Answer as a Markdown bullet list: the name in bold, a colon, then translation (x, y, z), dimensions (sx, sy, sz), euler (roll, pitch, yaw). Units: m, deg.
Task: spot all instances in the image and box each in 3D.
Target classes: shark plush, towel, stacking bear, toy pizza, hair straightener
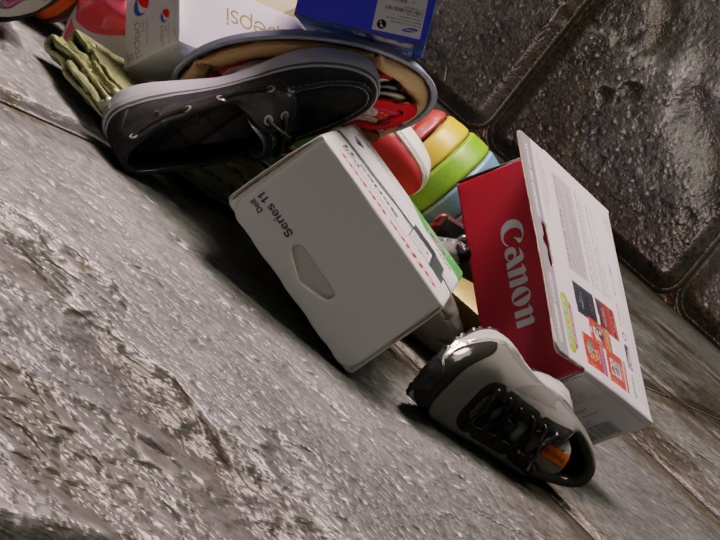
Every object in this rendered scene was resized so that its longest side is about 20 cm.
- **shark plush**: translation (0.000, 0.000, 1.642), dimensions (0.200, 0.091, 0.083), euler (27, -21, 22)
- **towel**: translation (-0.145, -0.106, 1.568), dimensions (0.200, 0.037, 0.148), euler (32, 11, -35)
- **stacking bear**: translation (0.060, -0.099, 1.904), dimensions (0.200, 0.121, 0.114), euler (51, 21, -7)
- **toy pizza**: translation (-0.042, -0.126, 1.544), dimensions (0.199, 0.032, 0.200), euler (2, -18, 1)
- **hair straightener**: translation (0.133, 0.021, 1.770), dimensions (0.200, 0.041, 0.077), euler (37, 8, -41)

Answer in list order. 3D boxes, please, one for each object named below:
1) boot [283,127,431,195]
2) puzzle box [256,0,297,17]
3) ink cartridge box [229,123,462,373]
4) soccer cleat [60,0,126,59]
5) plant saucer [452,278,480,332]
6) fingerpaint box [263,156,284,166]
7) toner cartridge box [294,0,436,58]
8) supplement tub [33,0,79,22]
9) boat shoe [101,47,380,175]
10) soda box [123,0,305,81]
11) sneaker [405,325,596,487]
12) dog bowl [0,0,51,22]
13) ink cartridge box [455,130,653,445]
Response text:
- **boot**: translation (-0.046, -0.105, 1.749), dimensions (0.200, 0.072, 0.144), euler (38, 48, 0)
- **puzzle box**: translation (-0.142, -0.237, 1.784), dimensions (0.200, 0.026, 0.133), euler (18, 29, 27)
- **ink cartridge box**: translation (-0.006, -0.020, 1.449), dimensions (0.147, 0.083, 0.200), euler (55, 9, -2)
- **soccer cleat**: translation (-0.148, -0.155, 1.662), dimensions (0.200, 0.076, 0.067), euler (36, 19, -21)
- **plant saucer**: translation (0.057, 0.012, 1.750), dimensions (0.200, 0.048, 0.200), euler (42, 9, 20)
- **fingerpaint box**: translation (-0.139, -0.193, 1.896), dimensions (0.167, 0.073, 0.200), euler (33, 11, -30)
- **toner cartridge box**: translation (0.006, -0.189, 1.502), dimensions (0.095, 0.043, 0.200), euler (15, 4, 1)
- **supplement tub**: translation (-0.267, -0.268, 1.651), dimensions (0.200, 0.107, 0.107), euler (31, 12, -41)
- **boat shoe**: translation (-0.079, -0.104, 1.445), dimensions (0.199, 0.070, 0.066), euler (-7, 44, -11)
- **soda box**: translation (-0.086, -0.163, 1.597), dimensions (0.200, 0.068, 0.064), euler (18, 63, -42)
- **sneaker**: translation (0.106, 0.099, 1.446), dimensions (0.200, 0.074, 0.079), euler (29, 19, -50)
- **dog bowl**: translation (-0.272, -0.286, 1.499), dimensions (0.200, 0.074, 0.201), euler (26, 50, -36)
- **ink cartridge box**: translation (0.141, 0.017, 1.618), dimensions (0.176, 0.084, 0.201), euler (37, 38, -51)
